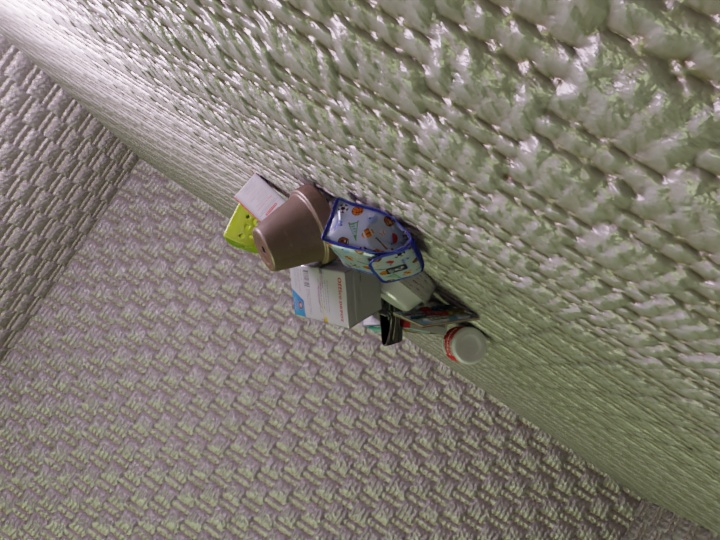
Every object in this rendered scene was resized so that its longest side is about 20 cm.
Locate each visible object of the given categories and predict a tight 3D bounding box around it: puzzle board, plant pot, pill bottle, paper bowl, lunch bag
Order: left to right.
[{"bbox_3d":[-0.351,-0.154,2.016,0.178,0.204,0.199,25,172,-1],"label":"plant pot"},{"bbox_3d":[-0.163,-0.084,1.392,0.201,0.172,0.203,47,154,32],"label":"plant pot"},{"bbox_3d":[0.036,-0.053,1.237,0.195,0.127,0.170,16,167,20],"label":"lunch bag"},{"bbox_3d":[0.100,0.033,1.556,0.198,0.106,0.201,35,173,5],"label":"paper bowl"},{"bbox_3d":[0.209,0.122,1.574,0.195,0.018,0.150,-5,-169,-28],"label":"puzzle board"},{"bbox_3d":[0.324,0.237,1.826,0.111,0.114,0.200,33,172,-2],"label":"pill bottle"}]

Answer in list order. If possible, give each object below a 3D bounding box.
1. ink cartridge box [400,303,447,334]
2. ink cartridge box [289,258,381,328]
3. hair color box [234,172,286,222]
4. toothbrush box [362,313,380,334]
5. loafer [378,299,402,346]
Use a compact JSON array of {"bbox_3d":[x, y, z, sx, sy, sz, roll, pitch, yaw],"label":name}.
[{"bbox_3d":[0.151,0.145,1.779,0.171,0.086,0.199,12,171,-21],"label":"ink cartridge box"},{"bbox_3d":[-0.064,0.042,1.495,0.196,0.151,0.145,10,-158,38],"label":"ink cartridge box"},{"bbox_3d":[-0.270,-0.183,1.701,0.199,0.102,0.061,43,175,10],"label":"hair color box"},{"bbox_3d":[0.080,0.134,1.973,0.083,0.151,0.199,-2,166,22],"label":"toothbrush box"},{"bbox_3d":[0.082,0.135,1.698,0.071,0.062,0.205,26,133,54],"label":"loafer"}]
